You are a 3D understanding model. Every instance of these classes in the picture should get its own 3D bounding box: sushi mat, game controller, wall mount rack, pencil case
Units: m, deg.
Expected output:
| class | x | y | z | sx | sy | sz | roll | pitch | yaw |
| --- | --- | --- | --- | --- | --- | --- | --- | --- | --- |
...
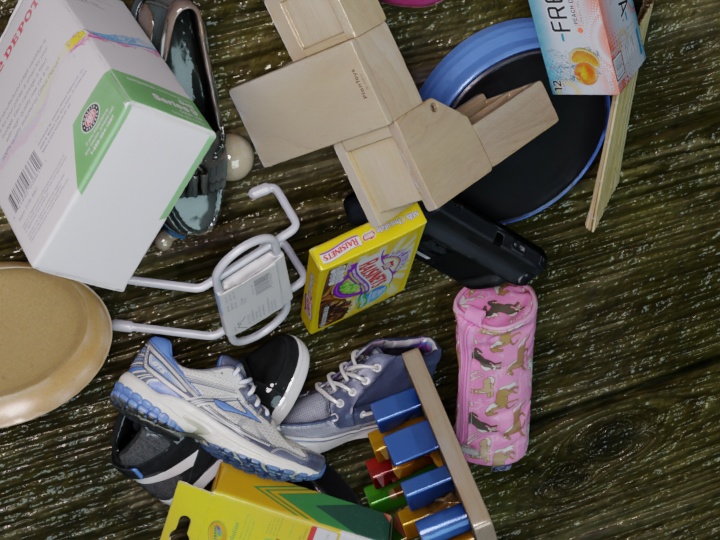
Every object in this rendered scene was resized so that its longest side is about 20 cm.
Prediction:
| class | x | y | z | sx | sy | sz | roll | pitch | yaw |
| --- | --- | --- | --- | --- | --- | --- | --- | --- | --- |
| sushi mat | 0.236 | -0.142 | 1.670 | 0.096 | 0.012 | 0.202 | -55 | 156 | -50 |
| game controller | 0.077 | -0.032 | 1.656 | 0.199 | 0.104 | 0.043 | 29 | 68 | -40 |
| wall mount rack | -0.130 | 0.010 | 1.552 | 0.173 | 0.075 | 0.200 | -31 | 159 | -11 |
| pencil case | 0.128 | 0.100 | 1.792 | 0.082 | 0.087 | 0.201 | 4 | 128 | 5 |

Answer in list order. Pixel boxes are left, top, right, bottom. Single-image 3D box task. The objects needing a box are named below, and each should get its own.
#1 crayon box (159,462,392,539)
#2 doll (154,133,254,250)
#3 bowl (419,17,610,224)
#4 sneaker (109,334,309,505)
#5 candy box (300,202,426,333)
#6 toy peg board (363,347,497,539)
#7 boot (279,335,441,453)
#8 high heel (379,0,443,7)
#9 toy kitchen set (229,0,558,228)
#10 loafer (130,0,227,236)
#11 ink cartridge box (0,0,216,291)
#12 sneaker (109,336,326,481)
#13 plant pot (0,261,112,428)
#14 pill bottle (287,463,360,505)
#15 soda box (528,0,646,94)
| class | x | y | z | sx | sy | sz | roll | pitch | yaw |
| --- | --- | --- | --- | --- | --- | --- | --- | --- | --- |
| crayon box | -0.083 | 0.255 | 1.674 | 0.198 | 0.051 | 0.128 | 19 | 118 | -5 |
| doll | -0.179 | -0.071 | 1.501 | 0.198 | 0.049 | 0.137 | -16 | 132 | -18 |
| bowl | 0.136 | -0.128 | 1.645 | 0.199 | 0.039 | 0.202 | -16 | 131 | -19 |
| sneaker | -0.143 | 0.121 | 1.656 | 0.200 | 0.073 | 0.112 | -47 | 130 | 8 |
| candy box | 0.000 | 0.000 | 1.607 | 0.102 | 0.027 | 0.200 | -27 | 167 | -11 |
| toy peg board | 0.058 | 0.217 | 1.689 | 0.097 | 0.201 | 0.200 | -22 | 141 | -2 |
| boot | -0.016 | 0.111 | 1.732 | 0.199 | 0.073 | 0.091 | -8 | 124 | -36 |
| high heel | 0.080 | -0.265 | 1.449 | 0.198 | 0.068 | 0.097 | -4 | 137 | 7 |
| toy kitchen set | 0.016 | -0.158 | 1.512 | 0.180 | 0.162 | 0.201 | -35 | 103 | -40 |
| loafer | -0.140 | -0.119 | 1.433 | 0.071 | 0.063 | 0.202 | -16 | 110 | -26 |
| ink cartridge box | -0.207 | -0.105 | 1.354 | 0.087 | 0.200 | 0.146 | 16 | 115 | -41 |
| sneaker | -0.113 | 0.119 | 1.600 | 0.199 | 0.077 | 0.086 | 27 | 75 | -10 |
| plant pot | -0.306 | 0.059 | 1.525 | 0.198 | 0.028 | 0.201 | -14 | 139 | -12 |
| pill bottle | -0.095 | 0.274 | 1.777 | 0.200 | 0.112 | 0.112 | -48 | 133 | 11 |
| soda box | 0.177 | -0.245 | 1.517 | 0.064 | 0.068 | 0.201 | -50 | 133 | -41 |
